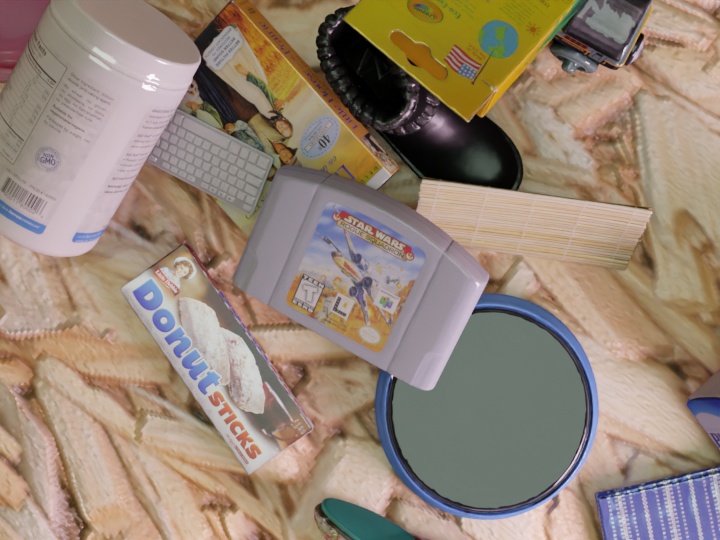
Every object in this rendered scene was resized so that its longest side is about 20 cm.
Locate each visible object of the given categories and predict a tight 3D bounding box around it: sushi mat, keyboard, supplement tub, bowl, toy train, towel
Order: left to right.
[{"bbox_3d":[-0.233,-0.124,1.152,0.132,0.132,0.200,35,109,0],"label":"supplement tub"},{"bbox_3d":[-0.169,-0.116,1.207,0.199,0.011,0.057,28,116,10],"label":"keyboard"},{"bbox_3d":[0.112,0.121,1.225,0.199,0.039,0.202,0,92,1],"label":"bowl"},{"bbox_3d":[0.144,-0.038,1.198,0.198,0.096,0.012,8,56,1],"label":"sushi mat"},{"bbox_3d":[0.155,-0.235,1.178,0.199,0.114,0.086,30,91,0],"label":"toy train"},{"bbox_3d":[0.317,0.244,1.238,0.199,0.024,0.146,-13,94,2],"label":"towel"}]

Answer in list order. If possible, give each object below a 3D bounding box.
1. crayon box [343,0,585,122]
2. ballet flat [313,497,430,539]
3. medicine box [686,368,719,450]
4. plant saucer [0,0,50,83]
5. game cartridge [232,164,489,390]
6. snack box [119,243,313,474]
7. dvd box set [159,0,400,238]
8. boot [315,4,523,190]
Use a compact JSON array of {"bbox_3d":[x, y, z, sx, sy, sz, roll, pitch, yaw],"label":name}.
[{"bbox_3d":[0.090,-0.210,1.073,0.127,0.051,0.200,40,70,6],"label":"crayon box"},{"bbox_3d":[0.044,0.265,1.216,0.199,0.076,0.064,22,107,3],"label":"ballet flat"},{"bbox_3d":[0.413,0.131,1.173,0.182,0.103,0.200,-38,90,-12],"label":"medicine box"},{"bbox_3d":[-0.301,-0.261,1.186,0.199,0.051,0.202,-4,99,-23],"label":"plant saucer"},{"bbox_3d":[0.000,0.000,1.171,0.199,0.042,0.134,28,120,7],"label":"game cartridge"},{"bbox_3d":[-0.126,0.078,1.234,0.072,0.024,0.201,-35,91,3],"label":"snack box"},{"bbox_3d":[-0.083,-0.113,1.199,0.146,0.029,0.200,-41,91,27],"label":"dvd box set"},{"bbox_3d":[0.050,-0.129,1.159,0.211,0.158,0.080,37,91,0],"label":"boot"}]
